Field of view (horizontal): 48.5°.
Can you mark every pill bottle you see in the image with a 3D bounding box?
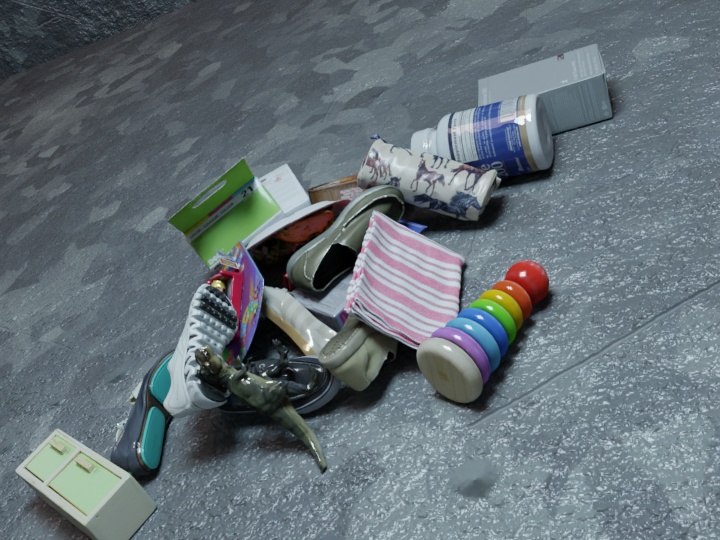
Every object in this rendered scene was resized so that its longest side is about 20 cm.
[{"bbox_3d":[0.181,-0.189,1.202,0.197,0.112,0.112,-9,37,26],"label":"pill bottle"}]

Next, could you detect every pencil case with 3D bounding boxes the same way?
[{"bbox_3d":[0.099,-0.133,1.150,0.197,0.078,0.090,17,49,10],"label":"pencil case"}]

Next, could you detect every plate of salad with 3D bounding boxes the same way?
[{"bbox_3d":[-0.098,-0.051,1.223,0.198,0.048,0.200,-29,-3,-2],"label":"plate of salad"}]

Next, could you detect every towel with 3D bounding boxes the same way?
[{"bbox_3d":[0.063,0.013,1.002,0.030,0.145,0.201,-55,12,40],"label":"towel"}]

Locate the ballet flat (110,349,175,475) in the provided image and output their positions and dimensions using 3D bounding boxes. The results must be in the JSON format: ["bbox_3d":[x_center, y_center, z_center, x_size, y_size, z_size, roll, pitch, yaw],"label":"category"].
[{"bbox_3d":[-0.286,0.187,1.071,0.072,0.074,0.201,-15,37,18],"label":"ballet flat"}]

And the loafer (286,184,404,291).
[{"bbox_3d":[-0.010,-0.036,1.107,0.200,0.075,0.070,-42,38,-4],"label":"loafer"}]

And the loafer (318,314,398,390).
[{"bbox_3d":[0.017,0.082,0.996,0.075,0.069,0.200,-20,14,39],"label":"loafer"}]

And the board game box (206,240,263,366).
[{"bbox_3d":[-0.196,0.050,1.128,0.160,0.038,0.200,-67,30,17],"label":"board game box"}]

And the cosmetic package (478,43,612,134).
[{"bbox_3d":[0.288,-0.272,1.263,0.197,0.091,0.108,-12,38,17],"label":"cosmetic package"}]

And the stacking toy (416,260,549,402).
[{"bbox_3d":[0.153,0.056,0.924,0.085,0.086,0.200,12,46,44],"label":"stacking toy"}]

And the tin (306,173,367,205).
[{"bbox_3d":[0.008,-0.137,1.289,0.197,0.042,0.112,-10,7,25],"label":"tin"}]

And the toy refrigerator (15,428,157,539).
[{"bbox_3d":[-0.348,0.270,0.999,0.198,0.070,0.076,11,49,45],"label":"toy refrigerator"}]

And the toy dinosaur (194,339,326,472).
[{"bbox_3d":[-0.097,0.136,0.929,0.199,0.048,0.088,36,76,7],"label":"toy dinosaur"}]

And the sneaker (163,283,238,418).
[{"bbox_3d":[-0.207,0.098,1.011,0.081,0.075,0.201,-35,33,26],"label":"sneaker"}]

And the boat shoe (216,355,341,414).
[{"bbox_3d":[-0.119,0.140,0.991,0.198,0.066,0.071,-8,70,30],"label":"boat shoe"}]

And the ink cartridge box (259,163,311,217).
[{"bbox_3d":[-0.170,-0.105,1.409,0.159,0.048,0.200,-30,29,-2],"label":"ink cartridge box"}]

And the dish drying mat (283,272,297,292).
[{"bbox_3d":[-0.040,-0.041,1.185,0.018,0.077,0.200,41,69,17],"label":"dish drying mat"}]

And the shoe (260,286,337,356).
[{"bbox_3d":[-0.091,0.067,1.090,0.053,0.070,0.200,-43,44,-8],"label":"shoe"}]

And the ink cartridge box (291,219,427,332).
[{"bbox_3d":[0.000,0.000,1.142,0.200,0.042,0.119,-46,35,-22],"label":"ink cartridge box"}]

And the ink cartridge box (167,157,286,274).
[{"bbox_3d":[-0.195,-0.072,1.213,0.147,0.076,0.200,-39,-8,-4],"label":"ink cartridge box"}]
